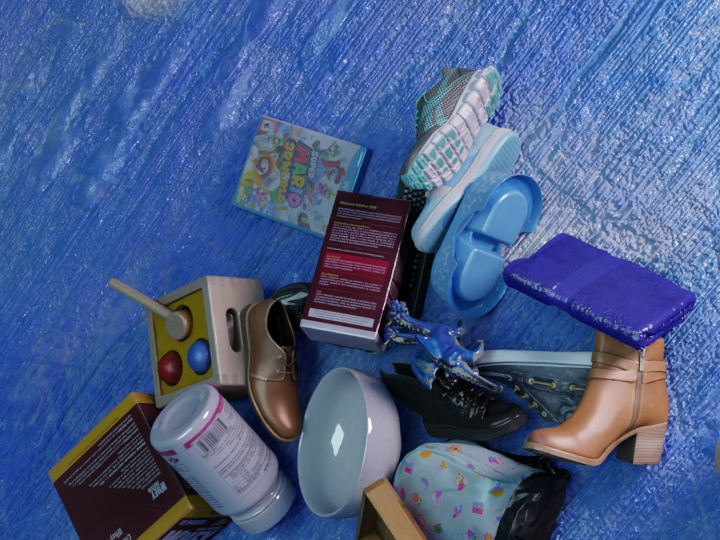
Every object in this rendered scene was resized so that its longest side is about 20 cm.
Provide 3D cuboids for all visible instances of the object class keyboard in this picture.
[{"bbox_3d":[0.087,-0.034,1.734,0.127,0.021,0.201,10,88,32],"label":"keyboard"}]

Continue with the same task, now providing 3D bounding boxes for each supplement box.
[{"bbox_3d":[-0.310,0.318,1.851,0.197,0.133,0.200,-43,63,18],"label":"supplement box"},{"bbox_3d":[0.000,0.000,1.695,0.108,0.061,0.201,10,71,17],"label":"supplement box"}]

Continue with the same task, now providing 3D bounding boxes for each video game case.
[{"bbox_3d":[-0.089,-0.135,1.856,0.200,0.018,0.144,21,92,31],"label":"video game case"}]

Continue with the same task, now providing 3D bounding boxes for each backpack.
[{"bbox_3d":[0.142,0.285,1.590,0.200,0.126,0.167,24,98,35],"label":"backpack"}]

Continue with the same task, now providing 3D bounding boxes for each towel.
[{"bbox_3d":[0.287,0.028,1.541,0.200,0.148,0.050,28,126,31],"label":"towel"}]

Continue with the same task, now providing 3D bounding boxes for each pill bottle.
[{"bbox_3d":[-0.184,0.261,1.740,0.113,0.200,0.113,-31,25,16],"label":"pill bottle"}]

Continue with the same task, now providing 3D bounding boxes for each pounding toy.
[{"bbox_3d":[-0.244,0.087,1.826,0.184,0.142,0.201,-23,70,43],"label":"pounding toy"}]

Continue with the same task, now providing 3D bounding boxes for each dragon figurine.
[{"bbox_3d":[0.097,0.107,1.583,0.200,0.099,0.059,-122,32,-47],"label":"dragon figurine"}]

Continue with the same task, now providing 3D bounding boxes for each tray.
[{"bbox_3d":[0.038,0.341,1.611,0.037,0.200,0.099,-29,67,-17],"label":"tray"}]

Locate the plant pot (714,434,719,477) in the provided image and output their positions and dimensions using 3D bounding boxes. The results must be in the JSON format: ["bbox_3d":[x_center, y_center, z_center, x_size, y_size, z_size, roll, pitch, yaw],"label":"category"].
[{"bbox_3d":[0.492,0.219,1.374,0.200,0.187,0.188,23,95,46],"label":"plant pot"}]

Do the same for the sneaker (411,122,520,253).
[{"bbox_3d":[0.107,-0.123,1.691,0.130,0.080,0.200,34,78,33],"label":"sneaker"}]

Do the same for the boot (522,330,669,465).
[{"bbox_3d":[0.281,0.148,1.495,0.077,0.199,0.156,-178,91,-69],"label":"boot"}]

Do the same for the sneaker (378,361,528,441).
[{"bbox_3d":[0.117,0.159,1.629,0.200,0.060,0.104,-10,107,48],"label":"sneaker"}]

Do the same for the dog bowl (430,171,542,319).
[{"bbox_3d":[0.159,-0.038,1.644,0.050,0.111,0.200,32,100,45],"label":"dog bowl"}]

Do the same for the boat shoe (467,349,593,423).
[{"bbox_3d":[0.219,0.147,1.596,0.200,0.071,0.091,-2,82,31],"label":"boat shoe"}]

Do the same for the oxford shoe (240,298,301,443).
[{"bbox_3d":[-0.114,0.136,1.745,0.071,0.071,0.201,-22,79,49],"label":"oxford shoe"}]

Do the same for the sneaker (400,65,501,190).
[{"bbox_3d":[0.100,-0.187,1.645,0.091,0.078,0.200,19,62,36],"label":"sneaker"}]

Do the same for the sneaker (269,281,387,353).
[{"bbox_3d":[-0.051,0.059,1.765,0.200,0.084,0.077,13,89,32],"label":"sneaker"}]

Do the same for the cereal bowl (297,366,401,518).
[{"bbox_3d":[-0.005,0.232,1.690,0.200,0.083,0.201,-38,45,51],"label":"cereal bowl"}]
